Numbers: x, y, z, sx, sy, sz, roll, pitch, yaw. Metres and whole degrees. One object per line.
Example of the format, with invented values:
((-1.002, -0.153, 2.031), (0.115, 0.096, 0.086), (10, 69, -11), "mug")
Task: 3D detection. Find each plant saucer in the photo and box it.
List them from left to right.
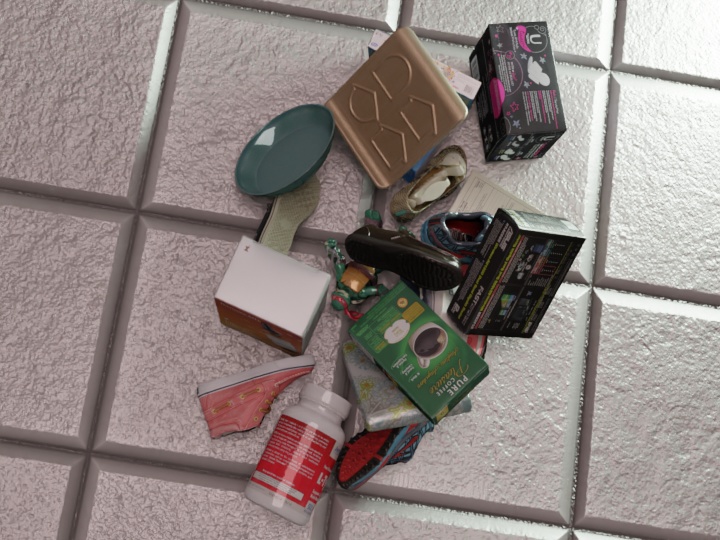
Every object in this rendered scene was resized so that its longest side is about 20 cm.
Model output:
((-0.119, -0.193, 1.711), (0.198, 0.036, 0.202), (-21, 43, 21), "plant saucer")

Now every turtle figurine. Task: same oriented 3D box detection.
((0.000, 0.000, 1.688), (0.149, 0.101, 0.201), (36, 63, -3), "turtle figurine")

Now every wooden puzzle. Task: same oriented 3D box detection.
((0.060, -0.265, 1.685), (0.199, 0.046, 0.186), (-40, 78, 25), "wooden puzzle")

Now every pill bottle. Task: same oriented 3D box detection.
((-0.092, 0.284, 1.603), (0.111, 0.112, 0.202), (25, 76, 2), "pill bottle")

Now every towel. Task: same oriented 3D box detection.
((0.068, 0.168, 1.627), (0.168, 0.049, 0.201), (-12, 37, -9), "towel")

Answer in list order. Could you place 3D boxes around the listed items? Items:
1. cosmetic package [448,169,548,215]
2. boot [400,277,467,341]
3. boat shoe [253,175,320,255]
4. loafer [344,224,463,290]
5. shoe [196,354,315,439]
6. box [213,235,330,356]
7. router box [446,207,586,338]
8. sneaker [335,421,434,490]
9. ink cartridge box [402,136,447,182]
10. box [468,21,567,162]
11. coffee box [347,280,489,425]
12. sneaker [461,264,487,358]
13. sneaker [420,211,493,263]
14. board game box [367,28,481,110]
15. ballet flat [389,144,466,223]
((0.245, -0.069, 1.737), (0.198, 0.073, 0.104), (32, 77, 4), "cosmetic package")
((0.116, 0.060, 1.672), (0.072, 0.090, 0.203), (27, 48, -39), "boot")
((-0.128, -0.089, 1.715), (0.074, 0.062, 0.202), (37, 58, -21), "boat shoe")
((0.074, -0.033, 1.608), (0.197, 0.074, 0.072), (21, 50, 17), "loafer")
((-0.158, 0.203, 1.643), (0.197, 0.072, 0.092), (-17, 79, -3), "shoe")
((-0.138, 0.047, 1.613), (0.150, 0.200, 0.108), (24, 75, 3), "box")
((0.240, 0.008, 1.593), (0.148, 0.202, 0.062), (5, 31, -36), "router box")
((0.049, 0.285, 1.623), (0.200, 0.079, 0.096), (-42, 126, -19), "sneaker")
((0.047, -0.261, 1.771), (0.199, 0.067, 0.116), (37, 77, 5), "ink cartridge box")
((0.269, -0.306, 1.766), (0.113, 0.132, 0.203), (-4, 76, -11), "box")
((0.087, 0.124, 1.561), (0.123, 0.044, 0.200), (-42, 65, -12), "coffee box")
((0.172, 0.082, 1.705), (0.085, 0.074, 0.203), (6, 69, 7), "sneaker")
((0.199, -0.047, 1.630), (0.197, 0.096, 0.081), (9, 73, -12), "sneaker")
((0.107, -0.337, 1.758), (0.198, 0.134, 0.035), (28, 88, 2), "board game box")
((0.132, -0.149, 1.724), (0.200, 0.075, 0.068), (-42, 105, -28), "ballet flat")
